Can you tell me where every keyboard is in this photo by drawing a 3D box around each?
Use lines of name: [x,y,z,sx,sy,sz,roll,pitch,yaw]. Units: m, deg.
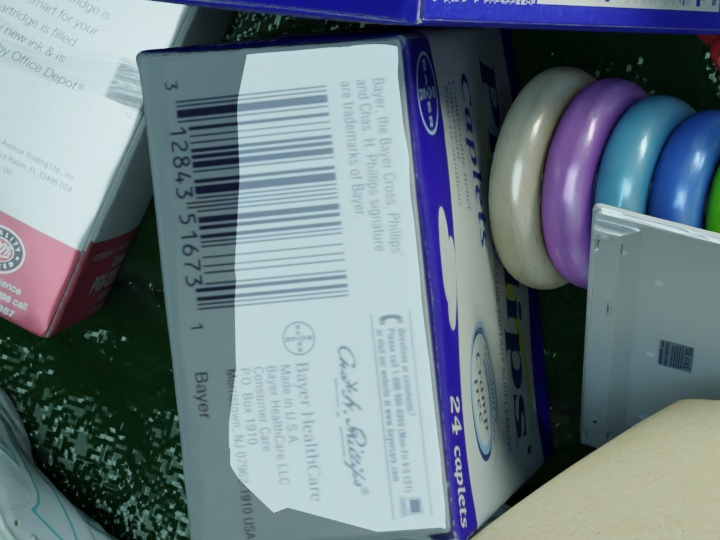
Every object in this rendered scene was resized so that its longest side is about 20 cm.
keyboard: [0.112,0.029,1.131,0.056,0.200,0.011,9,64,7]

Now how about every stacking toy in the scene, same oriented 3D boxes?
stacking toy: [0.150,-0.023,1.093,0.199,0.085,0.086,9,99,30]

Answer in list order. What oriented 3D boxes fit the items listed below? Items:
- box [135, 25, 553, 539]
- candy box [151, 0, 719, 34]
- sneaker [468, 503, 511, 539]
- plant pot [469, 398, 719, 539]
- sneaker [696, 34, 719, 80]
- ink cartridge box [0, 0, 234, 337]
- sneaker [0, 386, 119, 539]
box: [0.000,0.000,1.134,0.104,0.200,0.185,-5,95,13]
candy box: [0.016,-0.130,1.092,0.168,0.199,0.078,10,98,36]
sneaker: [0.066,0.131,1.205,0.199,0.075,0.081,-11,122,21]
plant pot: [0.146,0.155,1.054,0.199,0.177,0.200,1,132,46]
sneaker: [0.170,-0.046,1.160,0.199,0.071,0.113,35,99,4]
ink cartridge box: [-0.138,-0.097,1.213,0.145,0.085,0.201,27,103,8]
sneaker: [-0.137,0.125,1.242,0.200,0.080,0.070,45,101,2]
